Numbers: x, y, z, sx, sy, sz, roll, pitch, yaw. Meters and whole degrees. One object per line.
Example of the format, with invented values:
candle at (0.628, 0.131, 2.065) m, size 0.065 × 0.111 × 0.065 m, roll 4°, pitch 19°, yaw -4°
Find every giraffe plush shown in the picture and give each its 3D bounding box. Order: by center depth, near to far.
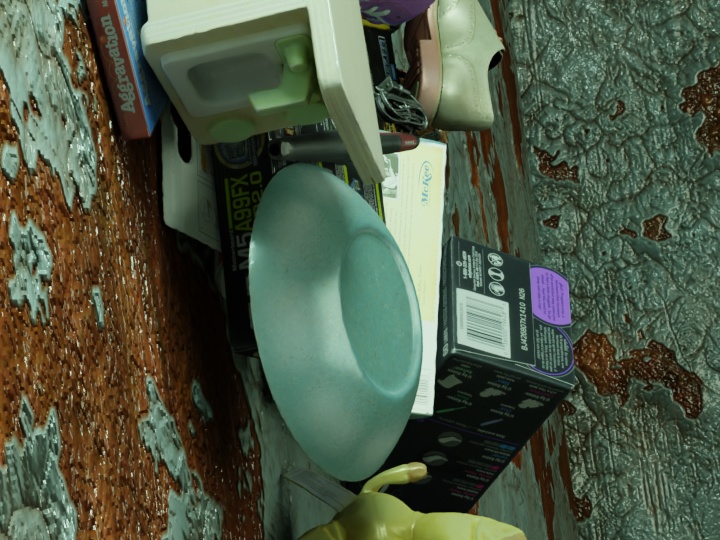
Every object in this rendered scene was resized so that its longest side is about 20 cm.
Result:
giraffe plush at (0.014, 0.245, 1.446) m, size 0.200 × 0.172 × 0.162 m, roll 40°, pitch -41°, yaw 51°

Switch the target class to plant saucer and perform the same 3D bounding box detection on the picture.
plant saucer at (-0.003, 0.028, 1.306) m, size 0.201 × 0.039 × 0.201 m, roll 37°, pitch 46°, yaw -53°

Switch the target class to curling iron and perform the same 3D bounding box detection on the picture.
curling iron at (-0.010, -0.088, 1.364) m, size 0.050 × 0.026 × 0.200 m, roll 57°, pitch 30°, yaw 5°

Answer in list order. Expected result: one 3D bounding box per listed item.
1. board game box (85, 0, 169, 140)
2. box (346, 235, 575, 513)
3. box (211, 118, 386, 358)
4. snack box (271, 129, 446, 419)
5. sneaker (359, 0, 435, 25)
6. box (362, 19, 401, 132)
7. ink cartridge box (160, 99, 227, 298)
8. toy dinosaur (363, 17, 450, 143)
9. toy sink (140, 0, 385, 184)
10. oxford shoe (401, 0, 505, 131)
board game box at (-0.140, -0.184, 1.196) m, size 0.103 × 0.019 × 0.200 m, roll -79°, pitch 158°, yaw -65°
box at (0.074, 0.088, 1.661) m, size 0.200 × 0.106 × 0.122 m, roll 124°, pitch -23°, yaw -43°
box at (-0.036, -0.038, 1.365) m, size 0.160 × 0.044 × 0.200 m, roll 17°, pitch 64°, yaw -63°
snack box at (0.000, 0.000, 1.500) m, size 0.037 × 0.116 × 0.200 m, roll -10°, pitch -106°, yaw 57°
sneaker at (-0.014, -0.196, 1.480) m, size 0.073 × 0.200 × 0.114 m, roll 60°, pitch -17°, yaw 28°
box at (0.006, -0.088, 1.620) m, size 0.160 × 0.049 × 0.200 m, roll -26°, pitch 107°, yaw -81°
ink cartridge box at (-0.090, -0.068, 1.372) m, size 0.200 × 0.050 × 0.162 m, roll 28°, pitch 53°, yaw -55°
toy dinosaur at (0.024, -0.140, 1.780) m, size 0.102 × 0.200 × 0.136 m, roll 20°, pitch 81°, yaw -42°
toy sink at (-0.063, -0.150, 1.237) m, size 0.130 × 0.112 × 0.200 m, roll 61°, pitch 19°, yaw -65°
oxford shoe at (0.076, -0.186, 1.690) m, size 0.071 × 0.074 × 0.200 m, roll 117°, pitch -17°, yaw -54°
